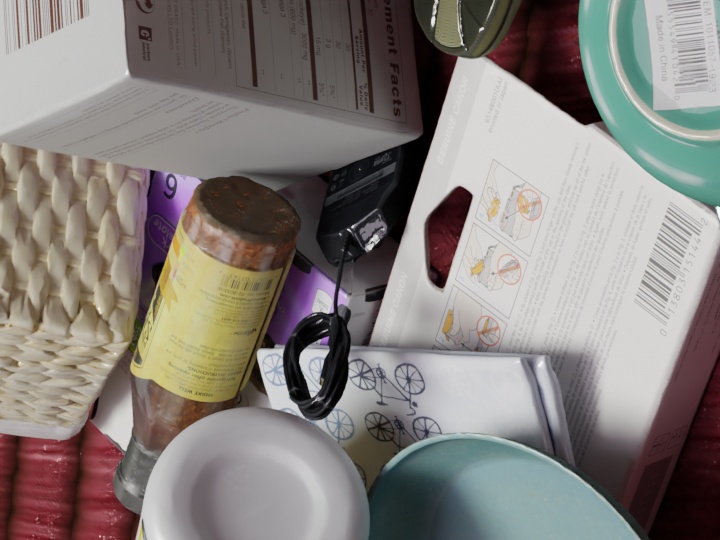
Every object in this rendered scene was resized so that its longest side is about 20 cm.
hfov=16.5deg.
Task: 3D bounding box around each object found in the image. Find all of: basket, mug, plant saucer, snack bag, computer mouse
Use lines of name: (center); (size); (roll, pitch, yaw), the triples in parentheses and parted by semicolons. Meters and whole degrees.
basket: (-0.227, -0.029, 1.396); (0.161, 0.197, 0.202); (133, 144, -62)
mug: (0.176, -0.091, 1.012); (0.185, 0.114, 0.153); (44, 119, 22)
plant saucer: (0.085, 0.164, 1.201); (0.199, 0.036, 0.202); (20, 123, 33)
snack bag: (0.040, 0.131, 1.265); (0.188, 0.021, 0.202); (1, 113, 41)
computer mouse: (0.000, 0.000, 1.262); (0.058, 0.201, 0.034); (-23, 127, 37)

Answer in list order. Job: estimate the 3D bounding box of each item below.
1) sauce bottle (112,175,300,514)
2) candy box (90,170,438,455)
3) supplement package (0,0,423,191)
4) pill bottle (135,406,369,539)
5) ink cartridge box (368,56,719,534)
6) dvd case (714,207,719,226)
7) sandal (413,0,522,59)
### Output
sauce bottle: (-0.089, 0.045, 1.321); (0.066, 0.066, 0.201); (43, 126, 31)
candy box: (-0.060, 0.046, 1.391); (0.168, 0.071, 0.201); (39, 127, 33)
supplement package: (-0.080, -0.120, 1.248); (0.116, 0.199, 0.118); (-18, 71, 41)
pill bottle: (-0.063, 0.159, 1.265); (0.112, 0.111, 0.200); (57, 157, 20)
ink cartridge box: (0.097, 0.011, 1.228); (0.176, 0.045, 0.201); (39, 127, 33)
dvd case: (0.202, -0.102, 1.075); (0.145, 0.022, 0.202); (-16, 87, 36)
sandal: (0.087, -0.192, 1.171); (0.080, 0.057, 0.202); (54, 128, 37)
